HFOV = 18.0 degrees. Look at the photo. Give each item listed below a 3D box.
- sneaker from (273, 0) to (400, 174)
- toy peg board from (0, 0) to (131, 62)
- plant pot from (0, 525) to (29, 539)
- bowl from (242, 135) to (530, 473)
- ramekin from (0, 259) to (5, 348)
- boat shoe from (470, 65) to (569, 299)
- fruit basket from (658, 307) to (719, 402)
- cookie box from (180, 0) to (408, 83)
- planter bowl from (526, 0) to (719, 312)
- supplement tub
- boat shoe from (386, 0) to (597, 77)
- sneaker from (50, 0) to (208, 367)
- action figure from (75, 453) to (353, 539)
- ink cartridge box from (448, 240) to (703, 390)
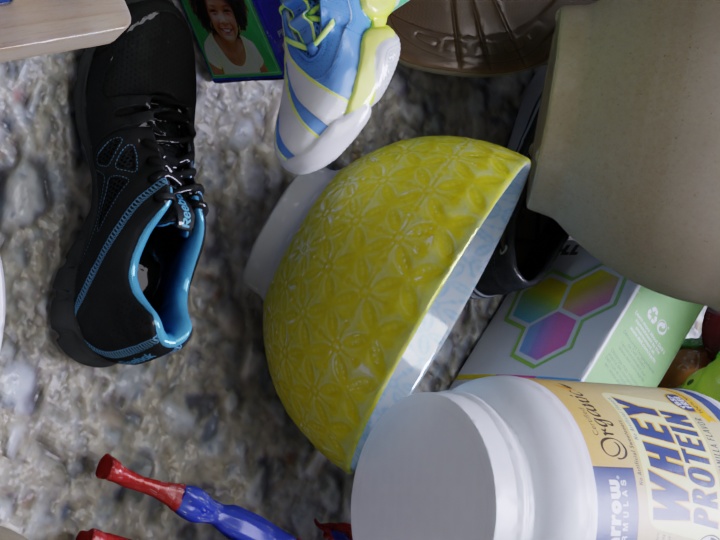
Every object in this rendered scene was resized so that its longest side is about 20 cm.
[{"bbox_3d":[-0.026,-0.153,1.182,0.105,0.076,0.200,30,66,-23],"label":"sneaker"},{"bbox_3d":[-0.205,-0.200,1.040,0.200,0.098,0.199,-16,77,-41],"label":"toy peg board"},{"bbox_3d":[-0.190,0.198,1.064,0.200,0.200,0.135,21,40,-41],"label":"plant pot"},{"bbox_3d":[0.000,0.000,1.255,0.108,0.200,0.200,30,63,7],"label":"bowl"},{"bbox_3d":[-0.266,0.017,1.014,0.202,0.094,0.203,-15,113,-40],"label":"ramekin"},{"bbox_3d":[0.123,-0.062,1.417,0.069,0.057,0.200,48,60,-32],"label":"boat shoe"},{"bbox_3d":[0.223,0.057,1.422,0.094,0.185,0.200,22,86,-7],"label":"fruit basket"},{"bbox_3d":[-0.041,-0.230,1.253,0.171,0.075,0.200,-37,113,-35],"label":"cookie box"},{"bbox_3d":[0.168,-0.084,1.301,0.134,0.200,0.201,10,81,2],"label":"planter bowl"},{"bbox_3d":[0.109,0.131,1.223,0.200,0.144,0.145,6,86,-37],"label":"supplement tub"},{"bbox_3d":[0.095,-0.151,1.383,0.200,0.065,0.071,-8,85,-22],"label":"boat shoe"},{"bbox_3d":[-0.106,-0.048,1.190,0.073,0.082,0.200,9,83,-40],"label":"sneaker"},{"bbox_3d":[-0.062,0.156,1.253,0.200,0.099,0.065,20,79,-18],"label":"action figure"},{"bbox_3d":[0.142,0.033,1.403,0.059,0.104,0.200,52,58,-30],"label":"ink cartridge box"}]
